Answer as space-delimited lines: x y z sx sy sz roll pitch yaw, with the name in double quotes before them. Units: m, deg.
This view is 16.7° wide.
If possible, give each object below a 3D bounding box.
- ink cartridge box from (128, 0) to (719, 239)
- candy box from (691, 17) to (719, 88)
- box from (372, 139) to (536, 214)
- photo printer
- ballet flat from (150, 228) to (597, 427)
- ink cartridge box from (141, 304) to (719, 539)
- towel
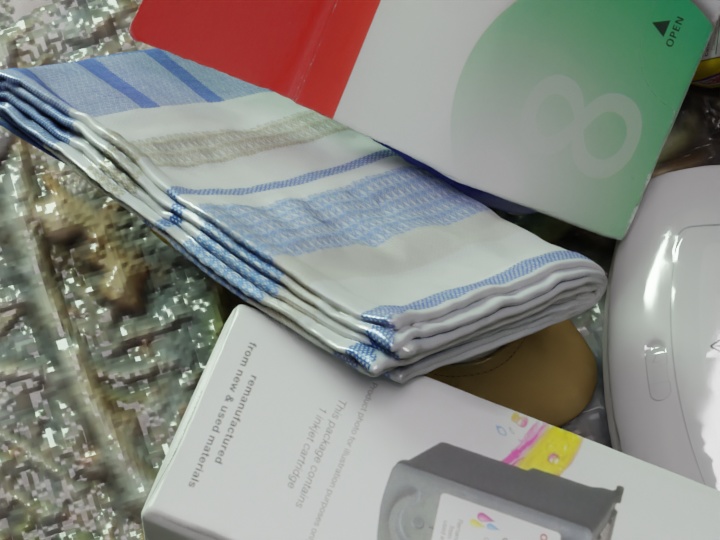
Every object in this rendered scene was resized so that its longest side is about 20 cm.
"ink cartridge box" 0.038 -0.119 0.887 0.199 0.050 0.162 19 100 -23
"candy box" 0.170 -0.174 0.950 0.026 0.102 0.202 13 84 -20
"box" 0.066 -0.126 0.949 0.118 0.042 0.201 18 102 -10
"photo printer" 0.191 0.040 0.922 0.198 0.070 0.168 -1 67 -3
"ballet flat" 0.000 0.000 0.931 0.199 0.063 0.069 26 68 7
"ink cartridge box" 0.031 0.105 0.843 0.199 0.148 0.086 20 68 4
"towel" -0.022 -0.029 0.866 0.199 0.024 0.146 33 27 27
